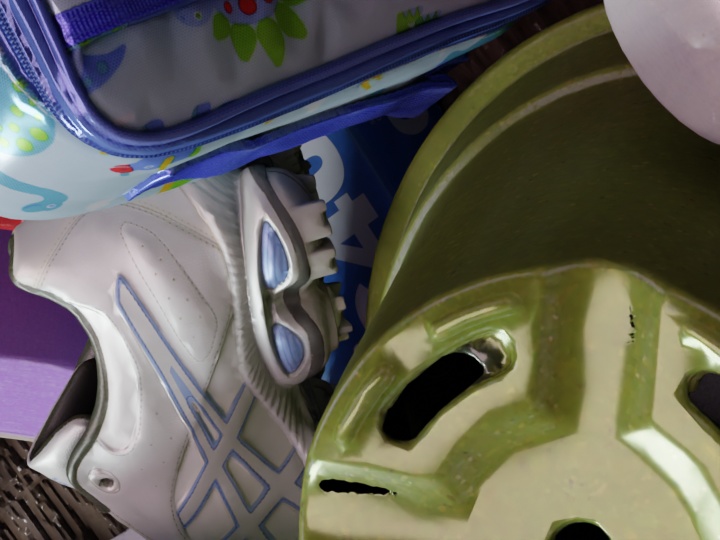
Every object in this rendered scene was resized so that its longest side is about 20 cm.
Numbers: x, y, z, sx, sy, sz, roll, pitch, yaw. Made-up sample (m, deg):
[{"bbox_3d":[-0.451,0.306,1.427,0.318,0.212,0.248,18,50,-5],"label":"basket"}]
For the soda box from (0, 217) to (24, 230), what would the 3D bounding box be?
[{"bbox_3d":[-0.091,-0.114,0.769,0.063,0.070,0.202,6,98,45],"label":"soda box"}]

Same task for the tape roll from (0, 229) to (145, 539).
[{"bbox_3d":[-0.123,0.076,0.858,0.199,0.066,0.201,-2,132,-2],"label":"tape roll"}]

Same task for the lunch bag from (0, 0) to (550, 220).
[{"bbox_3d":[-0.043,-0.106,0.682,0.082,0.199,0.162,-27,87,48],"label":"lunch bag"}]

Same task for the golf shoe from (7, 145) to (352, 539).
[{"bbox_3d":[-0.046,0.053,0.761,0.078,0.097,0.201,-117,14,-61],"label":"golf shoe"}]

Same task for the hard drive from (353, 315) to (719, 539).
[{"bbox_3d":[0.106,0.071,0.732,0.139,0.033,0.201,-31,90,21],"label":"hard drive"}]

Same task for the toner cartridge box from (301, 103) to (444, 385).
[{"bbox_3d":[0.000,0.000,0.811,0.095,0.043,0.201,-35,88,45],"label":"toner cartridge box"}]

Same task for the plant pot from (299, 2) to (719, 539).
[{"bbox_3d":[0.069,0.041,0.620,0.199,0.190,0.202,4,102,17],"label":"plant pot"}]

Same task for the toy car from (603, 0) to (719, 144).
[{"bbox_3d":[0.104,-0.122,0.603,0.200,0.175,0.150,54,169,4],"label":"toy car"}]
